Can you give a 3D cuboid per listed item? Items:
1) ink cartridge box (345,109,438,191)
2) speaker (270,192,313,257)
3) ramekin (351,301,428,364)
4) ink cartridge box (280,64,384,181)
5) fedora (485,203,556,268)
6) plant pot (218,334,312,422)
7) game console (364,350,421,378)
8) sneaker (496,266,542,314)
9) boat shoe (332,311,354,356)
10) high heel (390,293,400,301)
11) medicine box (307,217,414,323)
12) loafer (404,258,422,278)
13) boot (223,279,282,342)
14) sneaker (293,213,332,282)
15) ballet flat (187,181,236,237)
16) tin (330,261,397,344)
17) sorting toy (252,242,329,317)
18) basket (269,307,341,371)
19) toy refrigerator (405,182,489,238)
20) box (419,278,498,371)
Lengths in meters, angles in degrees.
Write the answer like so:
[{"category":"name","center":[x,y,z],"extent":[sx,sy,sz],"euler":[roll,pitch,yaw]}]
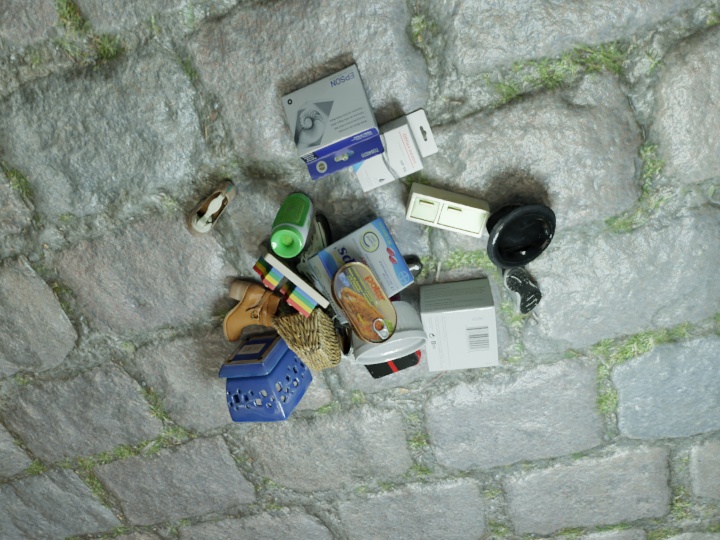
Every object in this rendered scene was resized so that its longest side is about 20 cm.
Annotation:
[{"category":"ink cartridge box","center":[0.076,-0.283,1.395],"extent":[0.196,0.068,0.117],"euler":[-20,117,16]},{"category":"speaker","center":[-0.165,-0.115,1.438],"extent":[0.086,0.202,0.090],"euler":[2,122,3]},{"category":"ramekin","center":[0.069,0.159,1.527],"extent":[0.195,0.107,0.201],"euler":[-14,159,-5]},{"category":"ink cartridge box","center":[-0.064,-0.333,1.347],"extent":[0.196,0.041,0.204],"euler":[-19,93,15]},{"category":"fedora","center":[0.379,-0.100,1.450],"extent":[0.196,0.092,0.204],"euler":[-14,129,-17]},{"category":"plant pot","center":[-0.277,0.299,1.688],"extent":[0.196,0.201,0.183],"euler":[-8,114,25]},{"category":"game console","center":[0.067,0.220,1.726],"extent":[0.174,0.031,0.202],"euler":[-22,116,24]},{"category":"sneaker","center":[0.421,0.040,1.567],"extent":[0.073,0.080,0.201],"euler":[-37,129,3]},{"category":"boat shoe","center":[-0.044,0.132,1.617],"extent":[0.071,0.067,0.205],"euler":[-10,95,47]},{"category":"high heel","center":[0.020,0.125,1.617],"extent":[0.197,0.096,0.069],"euler":[-27,90,25]},{"category":"medicine box","center":[0.000,0.000,1.462],"extent":[0.198,0.103,0.185],"euler":[-31,93,-23]},{"category":"loafer","center":[0.078,0.031,1.581],"extent":[0.197,0.073,0.073],"euler":[-26,115,18]},{"category":"boot","center":[-0.300,0.135,1.657],"extent":[0.151,0.074,0.204],"euler":[18,118,10]},{"category":"sneaker","center":[-0.128,-0.049,1.548],"extent":[0.112,0.076,0.204],"euler":[-6,123,6]},{"category":"ballet flat","center":[-0.392,-0.148,1.514],"extent":[0.068,0.068,0.200],"euler":[35,118,-16]},{"category":"tin","center":[0.008,0.076,1.378],"extent":[0.111,0.042,0.202],"euler":[-33,94,-19]},{"category":"sorting toy","center":[-0.191,0.029,1.522],"extent":[0.199,0.199,0.070],"euler":[40,89,-17]},{"category":"basket","center":[-0.146,0.204,1.619],"extent":[0.145,0.146,0.200],"euler":[-11,160,10]},{"category":"toy refrigerator","center":[0.214,-0.148,1.464],"extent":[0.195,0.071,0.077],"euler":[14,122,-3]},{"category":"box","center":[0.266,0.148,1.602],"extent":[0.195,0.132,0.203],"euler":[-6,121,9]}]
